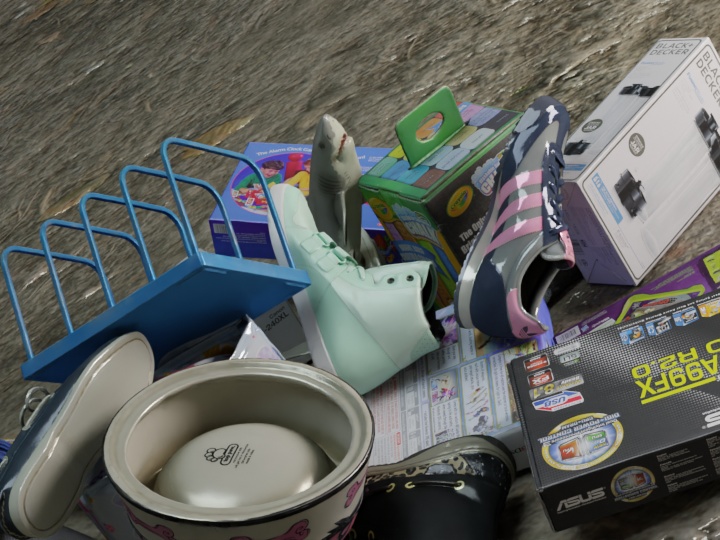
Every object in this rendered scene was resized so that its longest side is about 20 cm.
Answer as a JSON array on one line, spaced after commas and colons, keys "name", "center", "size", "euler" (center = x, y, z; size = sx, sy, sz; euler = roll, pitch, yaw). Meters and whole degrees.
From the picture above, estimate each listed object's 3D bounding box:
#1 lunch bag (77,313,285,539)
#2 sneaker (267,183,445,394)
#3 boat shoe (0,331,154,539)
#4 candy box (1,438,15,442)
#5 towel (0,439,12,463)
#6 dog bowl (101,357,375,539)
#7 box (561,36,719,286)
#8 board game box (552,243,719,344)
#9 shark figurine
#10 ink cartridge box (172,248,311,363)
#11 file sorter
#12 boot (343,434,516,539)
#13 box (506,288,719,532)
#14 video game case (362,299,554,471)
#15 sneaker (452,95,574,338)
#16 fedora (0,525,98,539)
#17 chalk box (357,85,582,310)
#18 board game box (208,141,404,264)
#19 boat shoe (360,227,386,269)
[{"name": "lunch bag", "center": [-0.119, 0.159, 1.751], "size": [0.200, 0.170, 0.127], "euler": [-42, 24, -12]}, {"name": "sneaker", "center": [0.000, 0.000, 1.787], "size": [0.118, 0.074, 0.201], "euler": [-25, 65, 8]}, {"name": "boat shoe", "center": [-0.223, 0.124, 1.657], "size": [0.062, 0.075, 0.200], "euler": [-4, 45, 36]}, {"name": "candy box", "center": [-0.248, 0.167, 1.997], "size": [0.102, 0.027, 0.200], "euler": [2, -3, -42]}, {"name": "towel", "center": [-0.231, 0.181, 1.838], "size": [0.145, 0.200, 0.024], "euler": [10, 77, 56]}, {"name": "dog bowl", "center": [-0.086, 0.149, 1.600], "size": [0.199, 0.074, 0.200], "euler": [-3, 33, 2]}, {"name": "box", "center": [0.244, -0.094, 1.850], "size": [0.200, 0.117, 0.060], "euler": [-45, 27, -28]}, {"name": "board game box", "center": [0.250, 0.040, 1.700], "size": [0.200, 0.032, 0.120], "euler": [-29, 20, 9]}, {"name": "shark figurine", "center": [-0.041, -0.020, 1.908], "size": [0.089, 0.215, 0.128], "euler": [3, -7, 17]}, {"name": "ink cartridge box", "center": [-0.150, 0.069, 2.056], "size": [0.145, 0.084, 0.200], "euler": [-39, 25, -13]}, {"name": "file sorter", "center": [-0.171, -0.003, 1.754], "size": [0.200, 0.123, 0.139], "euler": [-31, -22, 28]}, {"name": "boot", "center": [0.021, 0.212, 1.605], "size": [0.203, 0.074, 0.154], "euler": [-26, 28, 19]}, {"name": "box", "center": [0.214, 0.094, 1.569], "size": [0.199, 0.044, 0.160], "euler": [-19, 31, 7]}, {"name": "video game case", "center": [0.071, 0.102, 1.748], "size": [0.181, 0.046, 0.200], "euler": [-22, 30, 13]}, {"name": "sneaker", "center": [0.144, -0.039, 1.742], "size": [0.082, 0.070, 0.201], "euler": [15, 84, 32]}, {"name": "fedora", "center": [-0.257, 0.270, 1.759], "size": [0.090, 0.177, 0.200], "euler": [10, 43, 15]}, {"name": "chalk box", "center": [0.091, -0.063, 1.871], "size": [0.125, 0.200, 0.124], "euler": [-39, 24, -17]}, {"name": "board game box", "center": [-0.031, -0.065, 2.114], "size": [0.199, 0.045, 0.135], "euler": [4, 38, 16]}, {"name": "boat shoe", "center": [0.011, 0.047, 1.927], "size": [0.073, 0.062, 0.200], "euler": [-24, 47, 9]}]
